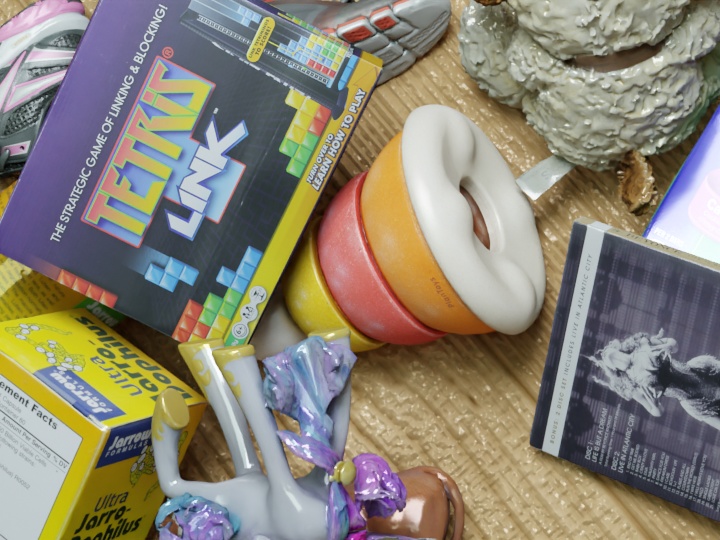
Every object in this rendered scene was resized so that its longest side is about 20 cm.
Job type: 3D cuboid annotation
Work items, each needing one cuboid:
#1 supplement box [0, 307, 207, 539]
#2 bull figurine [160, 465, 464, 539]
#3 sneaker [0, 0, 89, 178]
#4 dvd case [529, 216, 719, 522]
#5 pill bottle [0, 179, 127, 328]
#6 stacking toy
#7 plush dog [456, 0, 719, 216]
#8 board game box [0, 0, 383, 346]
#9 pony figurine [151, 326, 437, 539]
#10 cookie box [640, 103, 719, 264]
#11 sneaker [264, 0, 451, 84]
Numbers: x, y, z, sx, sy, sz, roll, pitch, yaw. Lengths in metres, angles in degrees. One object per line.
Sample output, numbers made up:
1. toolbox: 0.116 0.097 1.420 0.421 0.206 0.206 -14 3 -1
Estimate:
1. supplement box: -0.195 0.139 1.205 0.109 0.109 0.201 34 110 21
2. bull figurine: -0.031 0.181 1.208 0.199 0.065 0.122 -16 75 13
3. sneaker: -0.246 -0.092 1.340 0.200 0.080 0.087 -39 79 8
4. dvd case: 0.199 0.068 1.151 0.199 0.016 0.150 20 116 24
5. pill bottle: -0.203 0.003 1.280 0.200 0.111 0.111 -37 69 3
6. stacking toy: 0.000 0.000 1.231 0.199 0.146 0.147 -25 69 24
7. plush dog: 0.141 -0.142 1.172 0.199 0.172 0.161 -8 49 14
8. board game box: -0.102 -0.069 1.183 0.165 0.057 0.201 25 100 -6
9. pony figurine: -0.033 0.136 1.113 0.192 0.166 0.201 -6 94 39
10. cookie box: 0.281 -0.042 1.176 0.171 0.075 0.201 29 84 20
11. sneaker: -0.041 -0.155 1.301 0.199 0.077 0.082 -21 64 9
